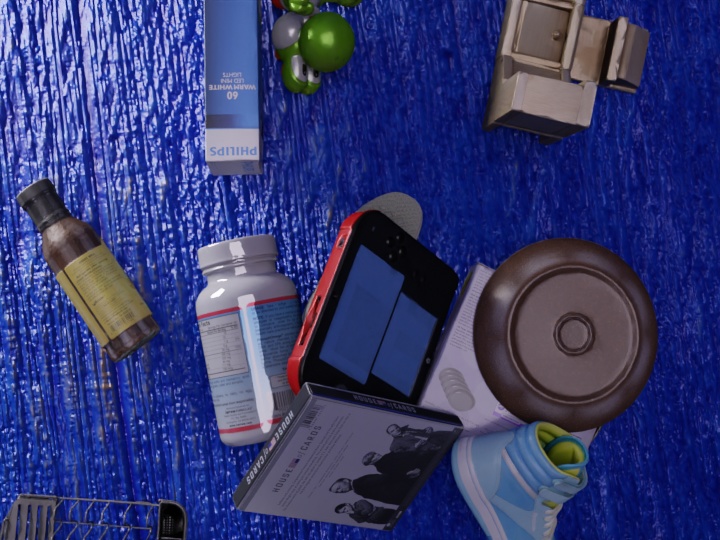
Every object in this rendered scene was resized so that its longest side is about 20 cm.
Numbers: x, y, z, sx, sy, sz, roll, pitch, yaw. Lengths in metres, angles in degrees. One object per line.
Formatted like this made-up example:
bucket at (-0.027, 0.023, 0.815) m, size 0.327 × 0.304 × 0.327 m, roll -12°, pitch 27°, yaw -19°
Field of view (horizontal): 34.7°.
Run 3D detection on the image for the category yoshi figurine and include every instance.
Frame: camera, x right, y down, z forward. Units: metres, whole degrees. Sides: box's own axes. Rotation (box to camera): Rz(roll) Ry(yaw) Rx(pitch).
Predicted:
yoshi figurine at (-0.046, -0.290, 1.211) m, size 0.110 × 0.112 × 0.204 m, roll -3°, pitch 90°, yaw -10°

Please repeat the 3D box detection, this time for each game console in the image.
game console at (0.018, 0.059, 1.156) m, size 0.176 × 0.031 × 0.203 m, roll 33°, pitch 72°, yaw -38°

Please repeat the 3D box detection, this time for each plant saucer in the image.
plant saucer at (0.216, 0.066, 1.190) m, size 0.197 × 0.037 × 0.204 m, roll 0°, pitch 86°, yaw -5°

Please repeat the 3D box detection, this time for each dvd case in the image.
dvd case at (-0.010, 0.189, 1.142) m, size 0.198 × 0.025 × 0.151 m, roll 17°, pitch 116°, yaw -36°

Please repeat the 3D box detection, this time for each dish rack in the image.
dish rack at (-0.278, 0.307, 1.188) m, size 0.196 × 0.055 × 0.156 m, roll 5°, pitch 86°, yaw -3°

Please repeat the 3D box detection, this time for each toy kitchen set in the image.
toy kitchen set at (0.234, -0.234, 1.183) m, size 0.160 × 0.180 × 0.204 m, roll 12°, pitch 90°, yaw -3°

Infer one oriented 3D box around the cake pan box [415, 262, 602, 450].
cake pan box at (0.174, 0.115, 1.226) m, size 0.197 × 0.052 × 0.187 m, roll 23°, pitch 88°, yaw -1°

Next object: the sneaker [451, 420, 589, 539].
sneaker at (0.189, 0.237, 1.163) m, size 0.129 × 0.080 × 0.201 m, roll -23°, pitch 116°, yaw 25°

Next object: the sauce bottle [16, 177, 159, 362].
sauce bottle at (-0.286, -0.003, 1.200) m, size 0.064 × 0.065 × 0.202 m, roll -33°, pitch 90°, yaw -4°

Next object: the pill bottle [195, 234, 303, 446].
pill bottle at (-0.109, 0.071, 1.183) m, size 0.107 × 0.109 × 0.204 m, roll -10°, pitch 87°, yaw -4°

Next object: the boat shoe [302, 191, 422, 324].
boat shoe at (0.000, 0.000, 1.211) m, size 0.074 × 0.062 × 0.201 m, roll 29°, pitch 65°, yaw 5°

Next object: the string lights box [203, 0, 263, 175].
string lights box at (-0.131, -0.207, 1.200) m, size 0.058 × 0.103 × 0.204 m, roll -1°, pitch 86°, yaw -4°
